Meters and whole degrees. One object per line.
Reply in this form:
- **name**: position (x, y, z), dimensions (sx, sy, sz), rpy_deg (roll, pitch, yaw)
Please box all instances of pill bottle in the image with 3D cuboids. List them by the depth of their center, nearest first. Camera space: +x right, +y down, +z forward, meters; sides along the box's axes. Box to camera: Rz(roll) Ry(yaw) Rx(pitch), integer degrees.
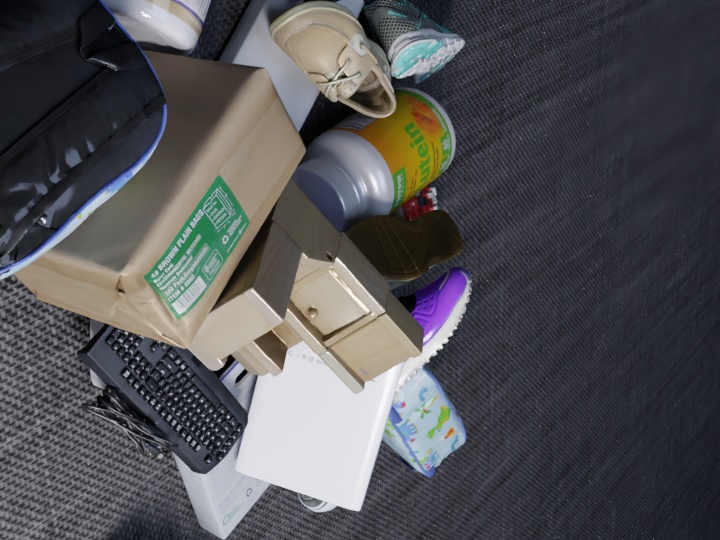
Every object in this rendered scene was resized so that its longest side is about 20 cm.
- **pill bottle**: position (-0.155, -0.279, 0.885), dimensions (0.120, 0.120, 0.200), rpy_deg (27, 79, -58)
- **pill bottle**: position (0.007, -0.110, 1.216), dimensions (0.200, 0.111, 0.111), rpy_deg (-40, 134, -44)

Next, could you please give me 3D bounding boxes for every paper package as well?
- **paper package**: position (-0.169, -0.065, 0.880), dimensions (0.200, 0.191, 0.103), rpy_deg (-60, 143, -23)

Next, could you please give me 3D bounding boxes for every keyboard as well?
- **keyboard**: position (-0.168, 0.118, 1.008), dimensions (0.104, 0.040, 0.200), rpy_deg (-51, 132, -19)

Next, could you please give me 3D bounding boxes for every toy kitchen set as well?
- **toy kitchen set**: position (-0.073, 0.069, 0.974), dimensions (0.200, 0.163, 0.180), rpy_deg (48, 26, -22)

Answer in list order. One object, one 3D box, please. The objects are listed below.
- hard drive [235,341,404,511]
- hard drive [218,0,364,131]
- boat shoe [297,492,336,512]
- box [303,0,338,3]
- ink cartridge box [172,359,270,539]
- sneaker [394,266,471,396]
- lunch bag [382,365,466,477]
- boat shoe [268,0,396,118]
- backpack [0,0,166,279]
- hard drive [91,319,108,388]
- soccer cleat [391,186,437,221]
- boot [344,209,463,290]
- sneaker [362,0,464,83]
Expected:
- **hard drive**: position (-0.036, 0.123, 1.109), dimensions (0.025, 0.132, 0.200), rpy_deg (-55, 161, -71)
- **hard drive**: position (-0.069, -0.227, 1.131), dimensions (0.200, 0.027, 0.132), rpy_deg (-65, 147, -18)
- **boat shoe**: position (-0.049, 0.158, 1.206), dimensions (0.071, 0.072, 0.200), rpy_deg (1, 95, -53)
- **box**: position (-0.004, -0.337, 1.143), dimensions (0.200, 0.035, 0.110), rpy_deg (-40, 127, -56)
- **ink cartridge box**: position (-0.114, 0.143, 1.181), dimensions (0.200, 0.041, 0.200), rpy_deg (-48, 145, -37)
- **sneaker**: position (0.021, 0.060, 1.128), dimensions (0.200, 0.100, 0.070), rpy_deg (-49, -173, 9)
- **lunch bag**: position (0.032, 0.139, 1.317), dimensions (0.082, 0.161, 0.200), rpy_deg (-42, 143, -9)
- **boat shoe**: position (-0.019, -0.201, 1.112), dimensions (0.200, 0.072, 0.065), rpy_deg (23, 42, -63)
- **backpack**: position (-0.247, -0.101, 0.754), dimensions (0.200, 0.147, 0.183), rpy_deg (-44, 107, -34)
- **hard drive**: position (-0.167, 0.019, 1.061), dimensions (0.200, 0.025, 0.132), rpy_deg (-20, 119, -54)
- **soccer cleat**: position (0.049, -0.061, 1.354), dimensions (0.200, 0.085, 0.069), rpy_deg (-28, 105, -78)
- **boot**: position (0.000, 0.000, 1.195), dimensions (0.200, 0.155, 0.072), rpy_deg (-16, 80, -55)
- **sneaker**: position (0.057, -0.266, 1.271), dimensions (0.078, 0.091, 0.200), rpy_deg (-37, 176, 13)
